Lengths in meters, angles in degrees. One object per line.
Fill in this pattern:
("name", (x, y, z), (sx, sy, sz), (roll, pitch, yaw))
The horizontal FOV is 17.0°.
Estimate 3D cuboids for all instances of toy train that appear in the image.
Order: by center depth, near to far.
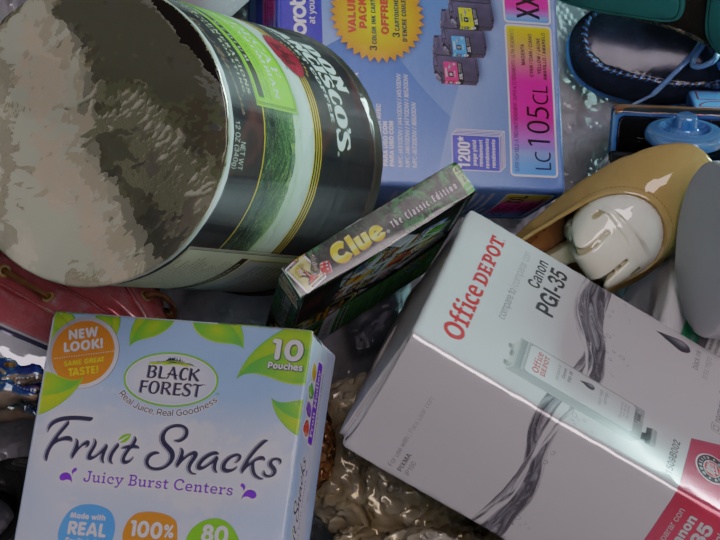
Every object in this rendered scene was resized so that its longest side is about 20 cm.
("toy train", (0.234, -0.060, 1.403), (0.199, 0.114, 0.087), (1, 113, -1))

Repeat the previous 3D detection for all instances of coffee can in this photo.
("coffee can", (-0.091, -0.061, 1.221), (0.146, 0.200, 0.147), (0, 89, 21))

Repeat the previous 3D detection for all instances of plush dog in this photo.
("plush dog", (0.029, 0.134, 1.294), (0.200, 0.160, 0.172), (-8, 71, -46))

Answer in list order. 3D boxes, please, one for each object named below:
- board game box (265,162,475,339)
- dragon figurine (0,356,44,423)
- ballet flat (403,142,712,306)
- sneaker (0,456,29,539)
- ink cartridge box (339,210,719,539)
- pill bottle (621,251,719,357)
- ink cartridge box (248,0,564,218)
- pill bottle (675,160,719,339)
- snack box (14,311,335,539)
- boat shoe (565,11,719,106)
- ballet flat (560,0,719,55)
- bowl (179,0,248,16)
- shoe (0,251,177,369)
("board game box", (0.000, 0.000, 1.272), (0.105, 0.200, 0.023), (-34, 84, -12))
("dragon figurine", (-0.246, 0.108, 1.245), (0.199, 0.059, 0.100), (-17, 56, 10))
("ballet flat", (0.112, 0.001, 1.337), (0.200, 0.063, 0.069), (-32, 108, 16))
("sneaker", (-0.172, 0.187, 1.261), (0.090, 0.066, 0.201), (7, 74, -8))
("ink cartridge box", (0.107, 0.076, 1.245), (0.200, 0.083, 0.147), (31, 31, -1))
("pill bottle", (0.238, 0.078, 1.375), (0.199, 0.113, 0.113), (25, 71, -8))
("ink cartridge box", (0.010, -0.103, 1.376), (0.199, 0.076, 0.137), (1, 77, -14))
("pill bottle", (0.278, -0.007, 1.297), (0.199, 0.116, 0.116), (3, 76, -15))
("snack box", (-0.098, 0.127, 1.203), (0.142, 0.053, 0.201), (4, 74, 14))
("boat shoe", (0.223, -0.144, 1.448), (0.199, 0.069, 0.085), (-7, 79, -17))
("ballet flat", (0.202, -0.163, 1.388), (0.199, 0.068, 0.075), (24, 52, 20))
("bowl", (-0.113, -0.247, 1.340), (0.199, 0.075, 0.200), (33, 69, 18))
("shoe", (-0.117, 0.040, 1.306), (0.199, 0.071, 0.091), (24, 75, -6))
